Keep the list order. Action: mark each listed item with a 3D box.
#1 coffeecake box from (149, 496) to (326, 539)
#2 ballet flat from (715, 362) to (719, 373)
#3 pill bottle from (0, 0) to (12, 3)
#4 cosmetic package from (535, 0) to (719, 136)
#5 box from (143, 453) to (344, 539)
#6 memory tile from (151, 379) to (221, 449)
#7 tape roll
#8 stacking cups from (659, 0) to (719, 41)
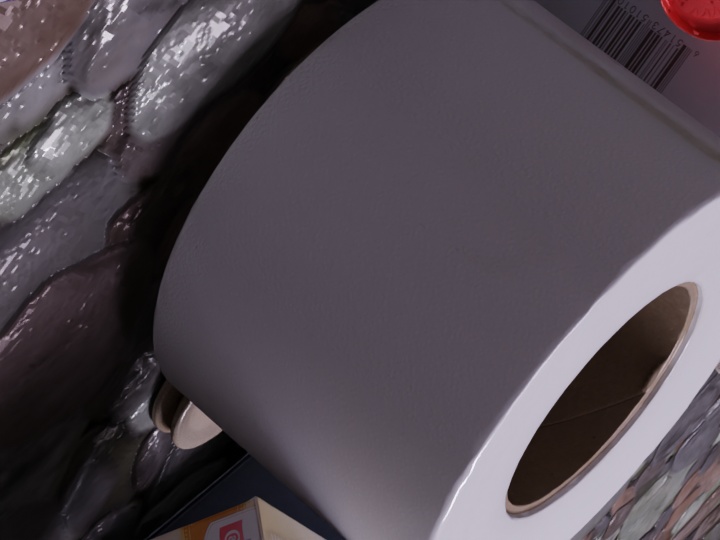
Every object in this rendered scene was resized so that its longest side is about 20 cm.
[{"bbox_3d":[-0.080,0.169,0.793,0.200,0.073,0.154,-23,147,19],"label":"coffeecake box"},{"bbox_3d":[0.169,0.014,1.002,0.063,0.200,0.069,-60,-167,4],"label":"ballet flat"},{"bbox_3d":[-0.081,-0.112,0.455,0.200,0.112,0.113,-20,143,-51],"label":"pill bottle"},{"bbox_3d":[0.147,-0.079,0.956,0.081,0.113,0.200,-55,160,11],"label":"cosmetic package"},{"bbox_3d":[-0.028,0.167,0.994,0.148,0.107,0.200,-39,159,-17],"label":"box"},{"bbox_3d":[0.000,0.000,0.925,0.200,0.017,0.153,-15,140,-56],"label":"memory tile"},{"bbox_3d":[0.041,0.008,0.806,0.203,0.139,0.203,-41,156,-23],"label":"tape roll"},{"bbox_3d":[0.172,-0.166,0.876,0.200,0.060,0.061,-52,162,-34],"label":"stacking cups"}]
